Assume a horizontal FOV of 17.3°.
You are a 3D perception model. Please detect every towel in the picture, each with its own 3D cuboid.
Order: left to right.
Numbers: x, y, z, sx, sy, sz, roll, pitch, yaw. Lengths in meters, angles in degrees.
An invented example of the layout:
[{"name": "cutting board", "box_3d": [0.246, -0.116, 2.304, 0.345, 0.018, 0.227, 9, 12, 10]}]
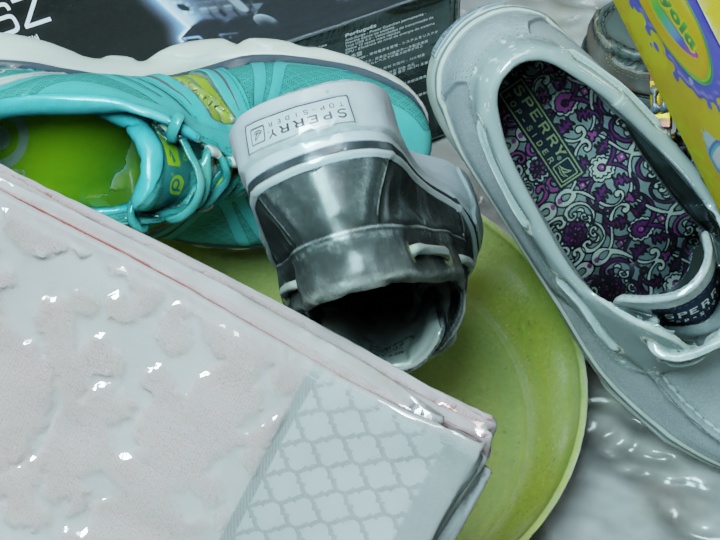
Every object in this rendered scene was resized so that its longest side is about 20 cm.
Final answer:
[{"name": "towel", "box_3d": [-0.085, 0.090, 0.684, 0.190, 0.201, 0.032, 26, 9, -7]}]

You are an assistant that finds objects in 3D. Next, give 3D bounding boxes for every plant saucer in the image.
[{"name": "plant saucer", "box_3d": [-0.020, 0.047, 0.833, 0.199, 0.031, 0.201, 1, 51, -1]}]

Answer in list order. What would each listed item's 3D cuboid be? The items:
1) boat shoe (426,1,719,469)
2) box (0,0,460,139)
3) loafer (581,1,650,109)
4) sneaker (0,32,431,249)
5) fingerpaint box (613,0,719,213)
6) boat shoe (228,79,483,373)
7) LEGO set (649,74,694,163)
[{"name": "boat shoe", "box_3d": [0.094, 0.000, 0.780, 0.070, 0.201, 0.072, -39, 19, 3]}, {"name": "box", "box_3d": [-0.085, -0.104, 0.919, 0.199, 0.086, 0.164, -19, 55, -15]}, {"name": "loafer", "box_3d": [0.186, -0.112, 0.941, 0.199, 0.063, 0.072, -8, 51, -6]}, {"name": "sneaker", "box_3d": [-0.065, -0.035, 0.803, 0.199, 0.078, 0.080, -2, 18, -23]}, {"name": "fingerpaint box", "box_3d": [0.190, -0.058, 0.736, 0.166, 0.073, 0.201, -28, 93, -10]}, {"name": "boat shoe", "box_3d": [0.000, 0.000, 0.748, 0.072, 0.200, 0.071, -14, 77, 10]}, {"name": "LEGO set", "box_3d": [0.175, -0.094, 0.841, 0.153, 0.116, 0.201, 22, 86, 19]}]
